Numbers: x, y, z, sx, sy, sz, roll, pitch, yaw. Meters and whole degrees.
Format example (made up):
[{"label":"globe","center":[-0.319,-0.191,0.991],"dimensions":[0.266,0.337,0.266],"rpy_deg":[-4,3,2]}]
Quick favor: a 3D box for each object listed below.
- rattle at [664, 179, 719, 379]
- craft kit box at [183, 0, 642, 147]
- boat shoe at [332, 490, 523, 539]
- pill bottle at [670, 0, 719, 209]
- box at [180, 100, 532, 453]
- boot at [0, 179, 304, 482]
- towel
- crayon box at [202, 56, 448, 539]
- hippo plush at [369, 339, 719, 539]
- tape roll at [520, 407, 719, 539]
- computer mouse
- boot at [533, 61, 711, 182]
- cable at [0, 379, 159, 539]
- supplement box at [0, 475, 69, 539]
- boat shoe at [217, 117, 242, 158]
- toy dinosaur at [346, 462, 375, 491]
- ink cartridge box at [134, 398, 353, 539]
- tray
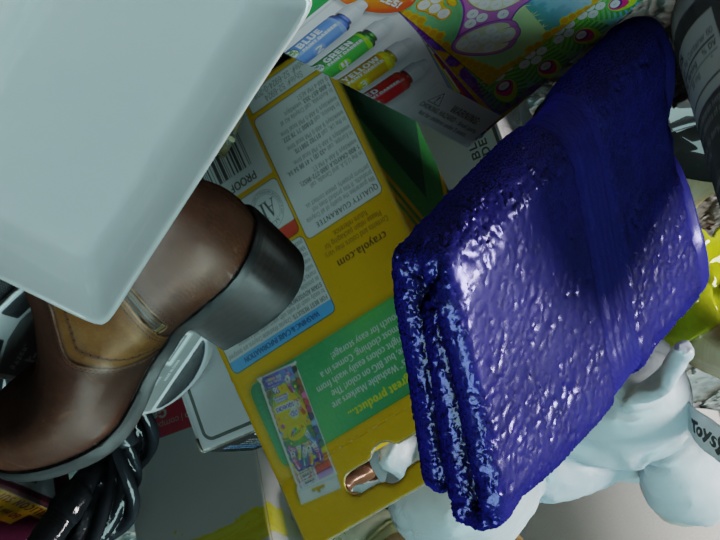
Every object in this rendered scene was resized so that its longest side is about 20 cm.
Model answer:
[{"label":"rattle","center":[0.230,-0.042,1.510],"dimensions":[0.143,0.130,0.200],"rpy_deg":[-5,125,-51]},{"label":"craft kit box","center":[0.050,-0.152,1.212],"dimensions":[0.197,0.049,0.200],"rpy_deg":[-42,142,21]},{"label":"boat shoe","center":[0.033,0.152,1.623],"dimensions":[0.073,0.063,0.200],"rpy_deg":[-54,155,2]},{"label":"pill bottle","center":[0.198,-0.079,1.274],"dimensions":[0.113,0.201,0.113],"rpy_deg":[-9,152,-5]},{"label":"box","center":[0.000,0.000,1.426],"dimensions":[0.200,0.117,0.060],"rpy_deg":[-24,169,19]},{"label":"boot","center":[-0.154,-0.005,1.282],"dimensions":[0.188,0.069,0.200],"rpy_deg":[-31,129,30]},{"label":"towel","center":[0.079,-0.001,1.265],"dimensions":[0.049,0.200,0.148],"rpy_deg":[8,126,33]},{"label":"crayon box","center":[-0.009,0.010,1.355],"dimensions":[0.126,0.201,0.052],"rpy_deg":[-32,166,33]},{"label":"hippo plush","center":[0.093,0.097,1.480],"dimensions":[0.161,0.200,0.160],"rpy_deg":[-34,119,-2]},{"label":"tape roll","center":[0.169,0.189,1.824],"dimensions":[0.202,0.140,0.203],"rpy_deg":[-10,151,-5]},{"label":"computer mouse","center":[-0.160,0.018,1.375],"dimensions":[0.200,0.044,0.110],"rpy_deg":[19,119,-35]},{"label":"boot","center":[0.185,-0.005,1.424],"dimensions":[0.164,0.066,0.201],"rpy_deg":[-11,115,16]},{"label":"cable","center":[-0.156,0.083,1.484],"dimensions":[0.163,0.051,0.201],"rpy_deg":[8,104,-51]},{"label":"supplement box","center":[-0.267,0.117,1.575],"dimensions":[0.200,0.086,0.110],"rpy_deg":[-25,149,24]},{"label":"boat shoe","center":[-0.078,-0.078,1.307],"dimensions":[0.075,0.069,0.200],"rpy_deg":[7,145,-28]},{"label":"toy dinosaur","center":[0.049,0.070,1.624],"dimensions":[0.135,0.086,0.200],"rpy_deg":[-38,149,28]},{"label":"ink cartridge box","center":[-0.057,0.157,1.609],"dimensions":[0.083,0.201,0.145],"rpy_deg":[-20,151,15]},{"label":"tray","center":[-0.107,-0.068,1.188],"dimensions":[0.107,0.022,0.200],"rpy_deg":[27,128,-11]}]
